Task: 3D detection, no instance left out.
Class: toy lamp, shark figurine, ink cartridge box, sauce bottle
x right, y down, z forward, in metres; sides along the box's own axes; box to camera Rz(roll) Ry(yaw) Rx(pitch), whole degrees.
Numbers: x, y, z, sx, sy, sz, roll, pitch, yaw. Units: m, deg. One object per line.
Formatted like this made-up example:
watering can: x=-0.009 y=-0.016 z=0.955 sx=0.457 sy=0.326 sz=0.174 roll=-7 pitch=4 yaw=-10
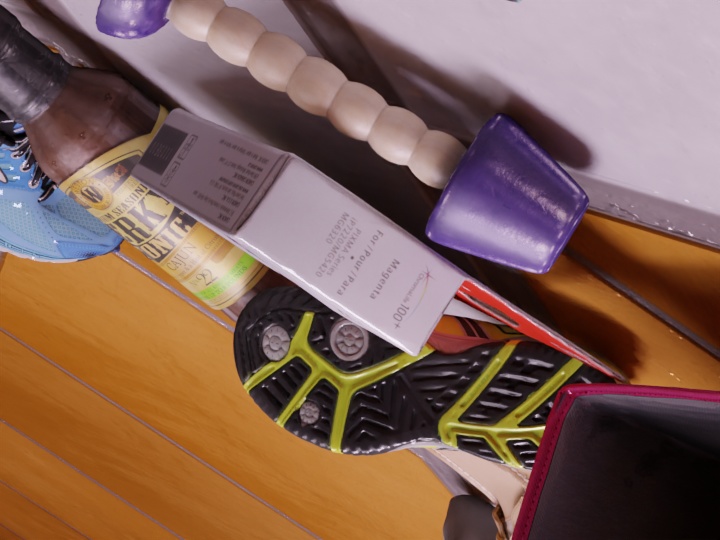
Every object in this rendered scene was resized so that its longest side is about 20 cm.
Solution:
toy lamp: x=-0.006 y=-0.064 z=0.818 sx=0.200 sy=0.058 sz=0.058 roll=30 pitch=164 yaw=5
shark figurine: x=0.125 y=0.187 z=1.279 sx=0.214 sy=0.090 sz=0.128 roll=33 pitch=-161 yaw=25
ink cartridge box: x=0.000 y=0.000 z=0.918 sx=0.173 sy=0.044 sz=0.200 roll=35 pitch=178 yaw=-20
sauce bottle: x=-0.112 y=-0.052 z=1.033 sx=0.200 sy=0.065 sz=0.065 roll=38 pitch=163 yaw=-20

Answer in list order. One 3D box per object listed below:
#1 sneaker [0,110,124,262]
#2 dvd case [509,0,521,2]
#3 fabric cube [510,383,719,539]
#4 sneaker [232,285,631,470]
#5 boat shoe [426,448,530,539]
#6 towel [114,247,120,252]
sneaker: x=-0.187 y=-0.069 z=1.101 sx=0.090 sy=0.078 sz=0.200 roll=8 pitch=151 yaw=48
dvd case: x=-0.047 y=-0.157 z=0.686 sx=0.200 sy=0.022 sz=0.146 roll=20 pitch=160 yaw=34
fabric cube: x=0.181 y=0.171 z=0.833 sx=0.199 sy=0.200 sz=0.196 roll=23 pitch=170 yaw=-30
sneaker: x=0.033 y=0.055 z=1.007 sx=0.200 sy=0.076 sz=0.076 roll=15 pitch=-176 yaw=21
boat shoe: x=0.112 y=0.142 z=1.171 sx=0.200 sy=0.069 sz=0.074 roll=32 pitch=164 yaw=0
towel: x=-0.250 y=-0.074 z=1.297 sx=0.200 sy=0.024 sz=0.147 roll=20 pitch=161 yaw=35
